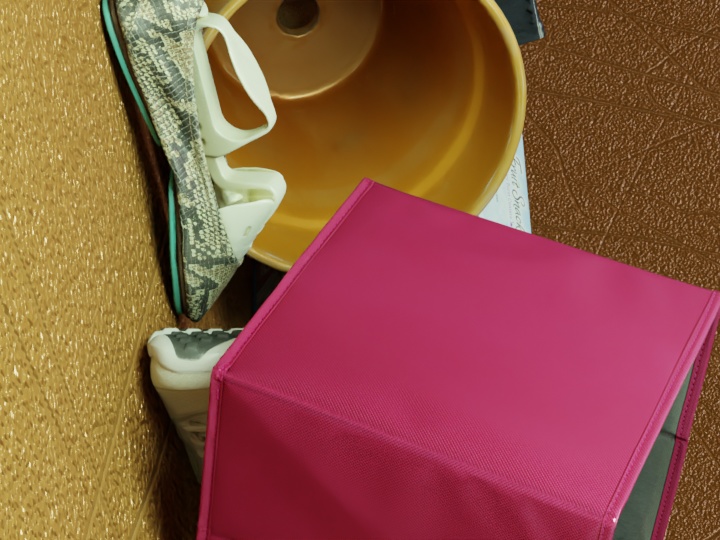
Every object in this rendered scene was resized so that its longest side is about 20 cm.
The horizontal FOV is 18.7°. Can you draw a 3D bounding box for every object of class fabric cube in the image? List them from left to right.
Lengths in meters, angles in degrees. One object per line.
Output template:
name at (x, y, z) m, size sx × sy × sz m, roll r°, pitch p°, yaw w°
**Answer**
fabric cube at (0.046, 0.107, 1.087) m, size 0.196 × 0.198 × 0.201 m, roll -55°, pitch 158°, yaw -51°

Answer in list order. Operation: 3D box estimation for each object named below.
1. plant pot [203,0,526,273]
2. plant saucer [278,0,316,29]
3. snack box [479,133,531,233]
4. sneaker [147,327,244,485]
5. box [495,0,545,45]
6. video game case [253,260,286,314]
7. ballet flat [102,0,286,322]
plant pot at (-0.023, -0.125, 1.280) m, size 0.184 × 0.198 × 0.202 m, roll -116°, pitch -168°, yaw -59°
plant saucer at (0.008, -0.117, 1.476) m, size 0.200 × 0.198 × 0.036 m, roll 67°, pitch 35°, yaw -65°
snack box at (0.021, -0.011, 1.416) m, size 0.067 × 0.199 × 0.170 m, roll 19°, pitch 55°, yaw -35°
sneaker at (-0.065, 0.076, 1.147) m, size 0.200 × 0.074 × 0.082 m, roll 55°, pitch 37°, yaw -74°
box at (0.011, -0.227, 1.504) m, size 0.197 × 0.198 × 0.118 m, roll 67°, pitch 9°, yaw -65°
video game case at (0.000, 0.000, 1.351) m, size 0.018 × 0.200 × 0.144 m, roll 27°, pitch 42°, yaw -30°
ballet flat at (-0.079, -0.065, 1.144) m, size 0.068 × 0.075 × 0.202 m, roll -85°, pitch 166°, yaw -63°
